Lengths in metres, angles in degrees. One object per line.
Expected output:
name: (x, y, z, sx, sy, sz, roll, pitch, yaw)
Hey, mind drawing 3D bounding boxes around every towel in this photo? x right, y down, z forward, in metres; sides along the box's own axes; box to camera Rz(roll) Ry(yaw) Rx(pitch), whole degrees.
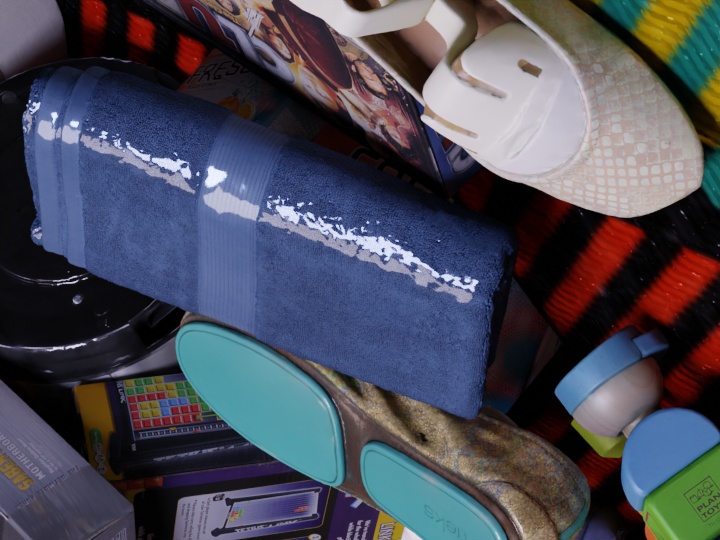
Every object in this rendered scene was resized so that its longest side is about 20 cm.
towel: (-0.034, -0.017, 1.115, 0.199, 0.049, 0.112, 22, 149, 9)

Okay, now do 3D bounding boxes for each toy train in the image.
toy train: (0.131, 0.094, 1.199, 0.116, 0.084, 0.200, 55, 176, 13)

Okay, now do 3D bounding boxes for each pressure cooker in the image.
pressure cooker: (-0.119, 0.015, 1.396, 0.176, 0.179, 0.200, 32, 162, 28)

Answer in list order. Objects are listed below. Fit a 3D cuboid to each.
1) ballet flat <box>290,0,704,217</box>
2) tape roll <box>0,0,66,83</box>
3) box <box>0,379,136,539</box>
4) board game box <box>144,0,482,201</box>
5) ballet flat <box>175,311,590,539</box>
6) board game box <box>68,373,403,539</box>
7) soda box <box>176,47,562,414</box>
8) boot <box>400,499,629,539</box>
ballet flat: (0.022, -0.077, 0.940, 0.200, 0.062, 0.068, 40, 129, 8)
tape roll: (-0.217, -0.062, 1.377, 0.037, 0.203, 0.203, 28, 162, 24)
box: (-0.166, 0.133, 1.324, 0.158, 0.048, 0.200, 41, 150, 28)
board game box: (-0.042, -0.118, 1.082, 0.200, 0.035, 0.136, 34, 165, 28)
ballet flat: (0.012, 0.063, 1.174, 0.200, 0.071, 0.071, 30, 162, 33)
board game box: (-0.056, 0.117, 1.365, 0.200, 0.165, 0.057, 103, 156, -55)
soda box: (0.002, -0.016, 1.214, 0.068, 0.064, 0.200, 23, 158, 51)
boot: (0.072, 0.123, 1.304, 0.090, 0.073, 0.200, 21, 179, 7)
